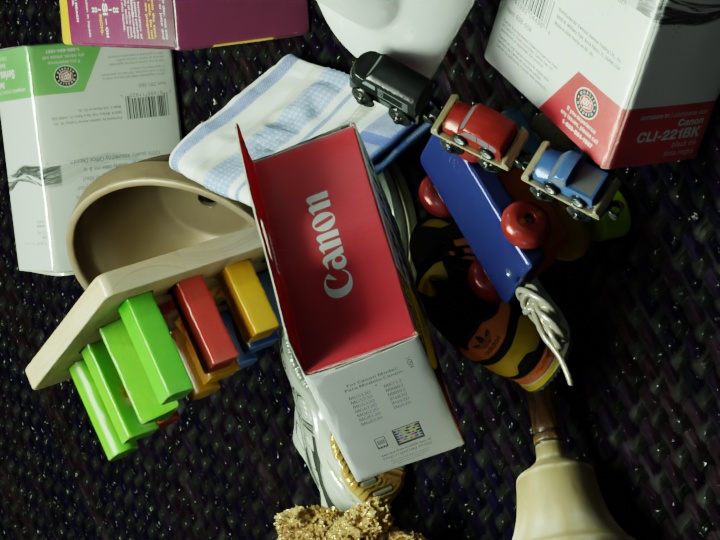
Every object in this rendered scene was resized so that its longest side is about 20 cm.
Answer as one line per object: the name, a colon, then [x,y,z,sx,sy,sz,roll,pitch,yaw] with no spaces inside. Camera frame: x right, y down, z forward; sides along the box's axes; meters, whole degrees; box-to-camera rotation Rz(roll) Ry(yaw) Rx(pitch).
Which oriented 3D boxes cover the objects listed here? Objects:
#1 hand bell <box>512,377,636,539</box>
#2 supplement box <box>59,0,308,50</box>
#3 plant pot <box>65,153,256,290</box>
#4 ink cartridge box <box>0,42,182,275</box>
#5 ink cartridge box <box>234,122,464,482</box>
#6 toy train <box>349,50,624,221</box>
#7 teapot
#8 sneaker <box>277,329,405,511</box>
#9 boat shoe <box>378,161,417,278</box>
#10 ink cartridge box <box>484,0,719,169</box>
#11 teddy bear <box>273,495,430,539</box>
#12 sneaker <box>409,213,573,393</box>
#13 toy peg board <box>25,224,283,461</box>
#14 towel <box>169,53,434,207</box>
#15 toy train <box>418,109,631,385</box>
hand bell: [0.130,0.111,1.569,0.104,0.104,0.201,-41,51,52]
supplement box: [-0.149,-0.240,1.845,0.200,0.130,0.104,11,107,56]
plant pot: [-0.138,-0.032,1.871,0.201,0.200,0.093,-52,13,47]
ink cartridge box: [-0.236,-0.103,1.991,0.084,0.145,0.201,1,98,57]
ink cartridge box: [-0.009,0.008,1.522,0.176,0.083,0.201,66,-174,-50]
toy train: [0.080,-0.087,1.435,0.199,0.034,0.046,29,159,13]
teapot: [0.026,-0.235,1.507,0.198,0.146,0.200,-60,0,-3]
sneaker: [-0.033,0.104,1.798,0.088,0.075,0.201,-39,63,56]
boat shoe: [0.000,0.000,1.729,0.075,0.068,0.201,-2,95,56]
ink cartridge box: [0.172,-0.188,1.415,0.144,0.083,0.201,48,134,41]
teddy bear: [0.024,0.226,1.719,0.145,0.067,0.199,43,152,-25]
sneaker: [0.072,0.005,1.574,0.070,0.090,0.200,-55,37,14]
toy peg board: [-0.125,0.057,1.710,0.098,0.198,0.200,65,149,12]
towel: [-0.047,-0.103,1.723,0.200,0.147,0.024,25,150,50]
toy train: [0.133,-0.021,1.494,0.201,0.115,0.085,60,150,21]
